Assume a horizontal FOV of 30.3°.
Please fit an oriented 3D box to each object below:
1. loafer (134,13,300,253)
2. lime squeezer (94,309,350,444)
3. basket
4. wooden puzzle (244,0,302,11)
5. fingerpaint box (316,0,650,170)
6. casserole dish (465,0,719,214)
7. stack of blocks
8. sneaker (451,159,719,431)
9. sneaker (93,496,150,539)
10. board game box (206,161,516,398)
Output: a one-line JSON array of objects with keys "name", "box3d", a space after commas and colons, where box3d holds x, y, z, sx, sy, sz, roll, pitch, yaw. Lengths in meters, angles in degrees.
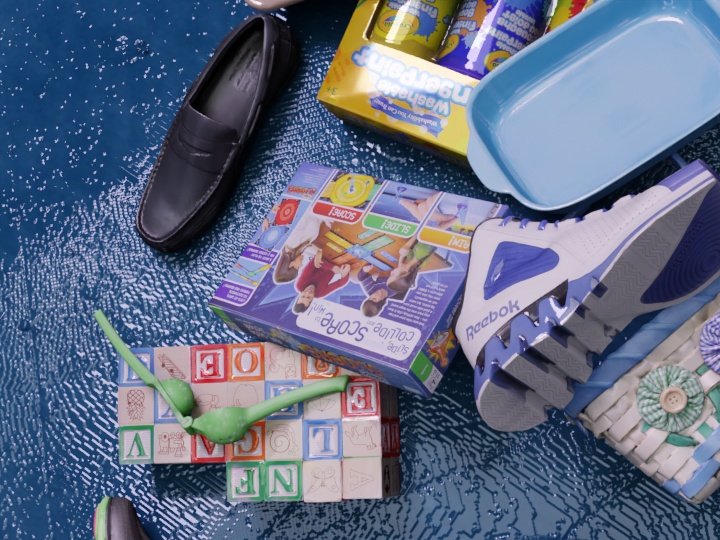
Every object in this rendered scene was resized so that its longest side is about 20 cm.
[{"name": "loafer", "box3d": [-0.116, -0.107, 1.013, 0.068, 0.070, 0.201, 31, 91, 16]}, {"name": "lime squeezer", "box3d": [-0.113, 0.083, 0.944, 0.200, 0.038, 0.071, 14, 86, 16]}, {"name": "basket", "box3d": [0.197, 0.036, 0.873, 0.176, 0.139, 0.200, -45, 69, 5]}, {"name": "wooden puzzle", "box3d": [0.004, -0.291, 0.969, 0.200, 0.037, 0.185, -8, 62, 34]}, {"name": "fingerpaint box", "box3d": [0.094, -0.158, 0.965, 0.200, 0.073, 0.167, 24, 89, 16]}, {"name": "casserole dish", "box3d": [0.164, -0.111, 0.874, 0.200, 0.039, 0.121, -32, 60, 4]}, {"name": "stack of blocks", "box3d": [-0.075, 0.112, 0.980, 0.200, 0.059, 0.115, -3, 82, 14]}, {"name": "sneaker", "box3d": [0.126, -0.007, 0.808, 0.199, 0.081, 0.115, -42, 44, 9]}, {"name": "sneaker", "box3d": [-0.128, 0.247, 0.979, 0.084, 0.077, 0.200, -34, 79, -10]}, {"name": "board game box", "box3d": [0.000, 0.000, 0.925, 0.200, 0.034, 0.135, 17, 67, 43]}]
